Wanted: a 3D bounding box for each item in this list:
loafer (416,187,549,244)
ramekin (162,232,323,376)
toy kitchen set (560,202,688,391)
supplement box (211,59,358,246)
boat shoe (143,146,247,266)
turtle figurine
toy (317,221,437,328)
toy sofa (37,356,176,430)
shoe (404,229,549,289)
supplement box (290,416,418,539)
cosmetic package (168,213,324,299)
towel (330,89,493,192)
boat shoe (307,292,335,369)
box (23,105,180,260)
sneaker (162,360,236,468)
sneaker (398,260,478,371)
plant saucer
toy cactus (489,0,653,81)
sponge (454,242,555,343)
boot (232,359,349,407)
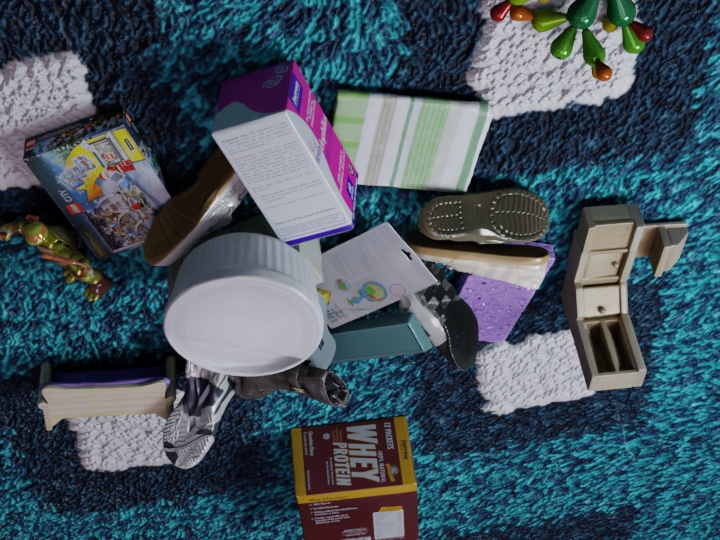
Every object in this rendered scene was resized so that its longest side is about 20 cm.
[{"bbox_3d":[0.162,-0.074,1.662,0.199,0.076,0.067,2,180,-26],"label":"loafer"},{"bbox_3d":[-0.145,0.039,1.554,0.201,0.094,0.203,-1,139,0],"label":"ramekin"},{"bbox_3d":[0.391,0.033,1.729,0.162,0.181,0.200,-5,142,-5],"label":"toy kitchen set"},{"bbox_3d":[-0.088,-0.139,1.502,0.103,0.101,0.200,-15,134,20],"label":"supplement box"},{"bbox_3d":[-0.191,-0.076,1.567,0.200,0.071,0.069,-47,141,7],"label":"boat shoe"},{"bbox_3d":[-0.396,-0.029,1.602,0.199,0.065,0.161,22,164,26],"label":"turtle figurine"},{"bbox_3d":[0.000,0.000,1.722,0.200,0.047,0.115,-27,116,32],"label":"toy"},{"bbox_3d":[-0.373,0.171,1.834,0.199,0.083,0.098,-3,134,-6],"label":"toy sofa"},{"bbox_3d":[0.156,-0.014,1.692,0.199,0.070,0.054,9,119,8],"label":"shoe"},{"bbox_3d":[-0.008,0.363,2.067,0.196,0.133,0.200,-6,138,-2],"label":"supplement box"},{"bbox_3d":[-0.155,-0.005,1.660,0.199,0.104,0.073,-23,136,15],"label":"cosmetic package"},{"bbox_3d":[0.056,-0.167,1.575,0.199,0.031,0.150,5,135,-11],"label":"towel"},{"bbox_3d":[-0.097,0.078,1.745,0.091,0.071,0.200,21,155,18],"label":"boat shoe"},{"bbox_3d":[-0.316,-0.106,1.569,0.136,0.038,0.200,-17,138,9],"label":"box"},{"bbox_3d":[-0.222,0.190,1.838,0.079,0.130,0.200,15,105,18],"label":"sneaker"},{"bbox_3d":[0.104,0.061,1.788,0.088,0.074,0.200,4,133,44],"label":"sneaker"},{"bbox_3d":[0.004,0.104,1.808,0.199,0.019,0.070,-9,125,33],"label":"plant saucer"},{"bbox_3d":[0.262,-0.308,1.411,0.199,0.102,0.165,21,121,-17],"label":"toy cactus"},{"bbox_3d":[0.194,0.030,1.808,0.111,0.030,0.200,8,137,-16],"label":"sponge"},{"bbox_3d":[-0.097,0.163,1.776,0.174,0.069,0.200,16,164,17],"label":"boot"}]
